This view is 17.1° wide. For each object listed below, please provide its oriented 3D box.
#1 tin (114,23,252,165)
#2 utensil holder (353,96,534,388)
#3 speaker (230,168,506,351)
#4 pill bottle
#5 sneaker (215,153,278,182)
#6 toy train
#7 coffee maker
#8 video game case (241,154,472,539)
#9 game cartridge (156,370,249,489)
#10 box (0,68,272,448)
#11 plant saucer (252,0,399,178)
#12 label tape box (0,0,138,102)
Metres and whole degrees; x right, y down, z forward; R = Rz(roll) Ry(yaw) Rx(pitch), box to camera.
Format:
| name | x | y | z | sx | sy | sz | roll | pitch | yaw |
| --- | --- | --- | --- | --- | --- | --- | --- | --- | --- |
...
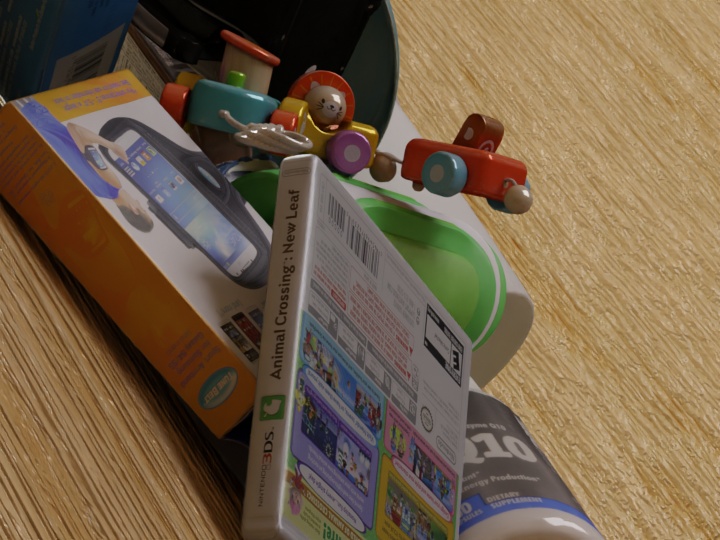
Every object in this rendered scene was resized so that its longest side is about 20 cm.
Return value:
| name | x | y | z | sx | sy | sz | roll | pitch | yaw |
| --- | --- | --- | --- | --- | --- | --- | --- | --- | --- |
| tin | -0.126 | -0.096 | 1.406 | 0.200 | 0.042 | 0.112 | 54 | -37 | 35 |
| utensil holder | 0.000 | -0.010 | 1.602 | 0.200 | 0.170 | 0.170 | 54 | 4 | 26 |
| speaker | 0.000 | 0.000 | 1.275 | 0.089 | 0.088 | 0.200 | 53 | 20 | 27 |
| pill bottle | 0.054 | 0.132 | 1.294 | 0.114 | 0.114 | 0.200 | 50 | 3 | -31 |
| sneaker | -0.059 | 0.005 | 1.323 | 0.200 | 0.077 | 0.086 | 69 | -5 | -67 |
| toy train | -0.006 | -0.077 | 1.222 | 0.150 | 0.056 | 0.199 | 15 | 1 | 44 |
| coffee maker | -0.080 | -0.208 | 1.317 | 0.200 | 0.193 | 0.135 | 35 | 8 | 17 |
| video game case | 0.003 | 0.073 | 1.113 | 0.200 | 0.022 | 0.183 | 49 | 40 | -54 |
| game cartridge | -0.057 | 0.066 | 1.184 | 0.200 | 0.040 | 0.133 | 53 | 7 | 11 |
| box | -0.080 | -0.003 | 1.113 | 0.200 | 0.041 | 0.119 | 46 | 24 | 7 |
| plant saucer | -0.055 | -0.140 | 1.412 | 0.200 | 0.200 | 0.027 | 52 | 42 | 6 |
| label tape box | -0.198 | -0.195 | 1.257 | 0.200 | 0.066 | 0.143 | 54 | -26 | 12 |
